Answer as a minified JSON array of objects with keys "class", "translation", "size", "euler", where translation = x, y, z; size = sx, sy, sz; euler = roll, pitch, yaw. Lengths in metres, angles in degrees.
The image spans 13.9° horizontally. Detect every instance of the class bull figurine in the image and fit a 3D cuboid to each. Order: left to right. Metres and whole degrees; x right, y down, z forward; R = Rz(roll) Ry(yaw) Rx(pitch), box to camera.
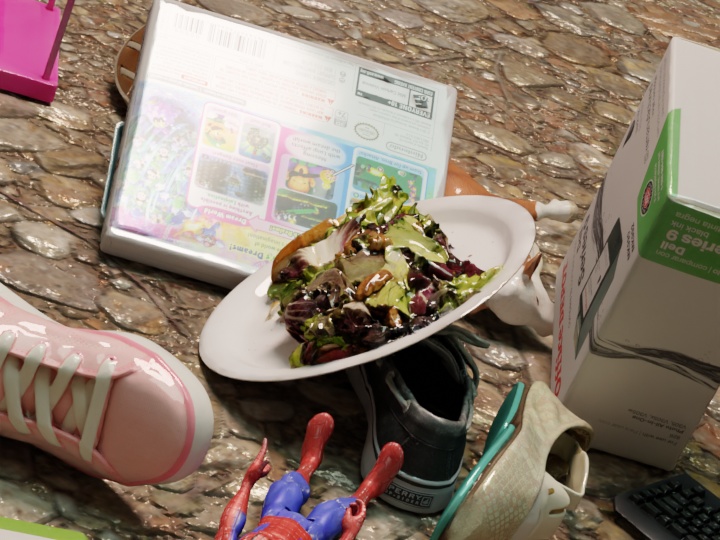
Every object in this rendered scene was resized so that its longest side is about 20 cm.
[{"class":"bull figurine","translation":[0.062,-0.031,1.863],"size":[0.200,0.065,0.121],"euler":[33,23,23]}]

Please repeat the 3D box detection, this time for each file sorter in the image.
[{"class":"file sorter","translation":[-0.274,-0.216,1.900],"size":[0.199,0.126,0.139],"euler":[16,23,-12]}]

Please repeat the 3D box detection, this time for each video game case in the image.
[{"class":"video game case","translation":[-0.046,-0.062,1.778],"size":[0.199,0.024,0.183],"euler":[16,55,-11]}]

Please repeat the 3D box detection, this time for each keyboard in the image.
[{"class":"keyboard","translation":[0.243,0.171,1.630],"size":[0.127,0.021,0.200],"euler":[-6,36,-47]}]

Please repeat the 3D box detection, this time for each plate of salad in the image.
[{"class":"plate of salad","translation":[0.000,0.000,1.638],"size":[0.199,0.048,0.200],"euler":[-18,22,8]}]

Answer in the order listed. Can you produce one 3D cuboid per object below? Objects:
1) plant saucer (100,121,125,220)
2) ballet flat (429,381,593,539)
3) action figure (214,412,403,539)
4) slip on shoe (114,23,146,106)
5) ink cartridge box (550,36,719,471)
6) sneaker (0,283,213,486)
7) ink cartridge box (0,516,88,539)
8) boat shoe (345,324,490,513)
[{"class":"plant saucer","translation":[-0.057,-0.033,1.781],"size":[0.199,0.019,0.070],"euler":[15,57,-13]},{"class":"ballet flat","translation":[0.089,0.111,1.577],"size":[0.062,0.068,0.200],"euler":[33,24,2]},{"class":"action figure","translation":[-0.033,0.124,1.465],"size":[0.065,0.052,0.200],"euler":[27,26,6]},{"class":"slip on shoe","translation":[-0.090,-0.099,1.894],"size":[0.200,0.076,0.061],"euler":[35,-14,47]},{"class":"ink cartridge box","translation":[0.179,-0.007,1.699],"size":[0.084,0.200,0.146],"euler":[16,42,-8]},{"class":"sneaker","translation":[-0.174,0.055,1.453],"size":[0.200,0.076,0.104],"euler":[25,18,29]},{"class":"ink cartridge box","translation":[-0.176,0.176,1.190],"size":[0.147,0.076,0.200],"euler":[13,25,-20]},{"class":"boat shoe","translation":[0.032,0.056,1.638],"size":[0.073,0.068,0.200],"euler":[20,23,-4]}]
